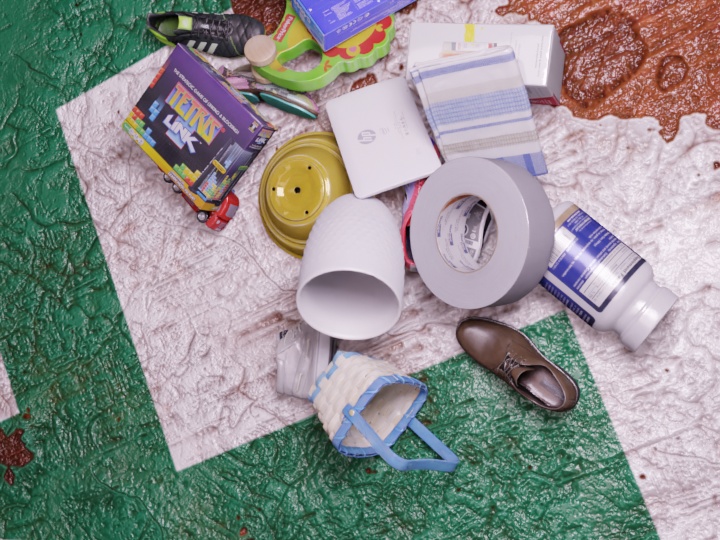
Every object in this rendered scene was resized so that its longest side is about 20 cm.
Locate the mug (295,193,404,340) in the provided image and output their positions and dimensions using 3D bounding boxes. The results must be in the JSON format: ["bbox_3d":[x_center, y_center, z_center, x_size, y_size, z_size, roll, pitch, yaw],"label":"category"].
[{"bbox_3d":[0.000,0.000,1.332,0.146,0.201,0.177,-12,45,19],"label":"mug"}]

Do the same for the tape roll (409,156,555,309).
[{"bbox_3d":[0.161,-0.050,1.254,0.199,0.066,0.203,3,94,43],"label":"tape roll"}]

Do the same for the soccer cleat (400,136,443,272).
[{"bbox_3d":[0.088,-0.099,1.359,0.066,0.076,0.203,5,92,2],"label":"soccer cleat"}]

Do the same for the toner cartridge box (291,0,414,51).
[{"bbox_3d":[0.004,-0.414,1.377,0.199,0.043,0.095,-31,72,-12],"label":"toner cartridge box"}]

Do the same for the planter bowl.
[{"bbox_3d":[-0.083,-0.118,1.420,0.198,0.083,0.203,-1,87,19],"label":"planter bowl"}]

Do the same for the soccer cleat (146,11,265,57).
[{"bbox_3d":[-0.249,-0.382,1.488,0.197,0.081,0.069,7,90,19],"label":"soccer cleat"}]

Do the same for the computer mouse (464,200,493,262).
[{"bbox_3d":[0.160,-0.090,1.357,0.109,0.044,0.202,19,92,21],"label":"computer mouse"}]

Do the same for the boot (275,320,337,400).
[{"bbox_3d":[-0.085,0.097,1.416,0.094,0.074,0.203,6,91,12],"label":"boot"}]

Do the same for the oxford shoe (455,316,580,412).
[{"bbox_3d":[0.216,0.127,1.308,0.199,0.084,0.073,32,100,19],"label":"oxford shoe"}]

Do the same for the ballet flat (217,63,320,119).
[{"bbox_3d":[-0.148,-0.290,1.463,0.198,0.069,0.072,14,81,21],"label":"ballet flat"}]

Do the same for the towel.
[{"bbox_3d":[0.162,-0.204,1.259,0.145,0.024,0.201,-6,128,27],"label":"towel"}]

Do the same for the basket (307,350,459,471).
[{"bbox_3d":[0.036,0.212,1.323,0.199,0.176,0.140,37,99,36],"label":"basket"}]

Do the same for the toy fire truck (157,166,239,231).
[{"bbox_3d":[-0.248,-0.179,1.498,0.141,0.049,0.200,-46,75,13],"label":"toy fire truck"}]

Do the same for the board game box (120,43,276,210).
[{"bbox_3d":[-0.252,-0.220,1.440,0.200,0.057,0.166,44,107,15],"label":"board game box"}]

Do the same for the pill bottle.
[{"bbox_3d":[0.320,0.009,1.258,0.200,0.116,0.116,42,101,16],"label":"pill bottle"}]

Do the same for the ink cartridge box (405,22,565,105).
[{"bbox_3d":[0.176,-0.288,1.305,0.197,0.145,0.085,7,92,19],"label":"ink cartridge box"}]

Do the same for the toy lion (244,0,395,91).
[{"bbox_3d":[-0.050,-0.354,1.406,0.190,0.069,0.202,23,73,15],"label":"toy lion"}]

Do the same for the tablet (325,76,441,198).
[{"bbox_3d":[0.030,-0.197,1.359,0.129,0.014,0.202,-18,54,1],"label":"tablet"}]
